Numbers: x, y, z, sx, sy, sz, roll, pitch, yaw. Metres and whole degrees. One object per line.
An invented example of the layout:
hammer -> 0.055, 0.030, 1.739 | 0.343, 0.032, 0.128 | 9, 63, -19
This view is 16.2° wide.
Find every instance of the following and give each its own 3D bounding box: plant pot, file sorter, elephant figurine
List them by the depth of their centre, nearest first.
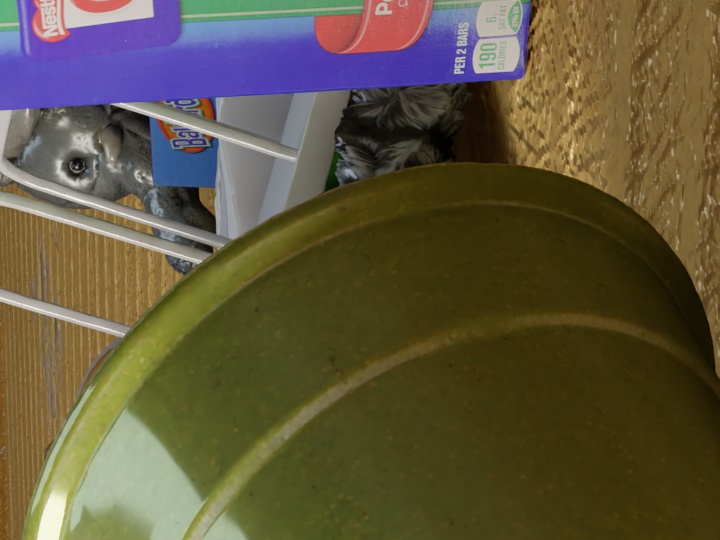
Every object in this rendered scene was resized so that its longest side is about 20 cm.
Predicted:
plant pot -> 0.045, 0.107, 0.587 | 0.190, 0.199, 0.201 | 49, 143, 49
file sorter -> -0.066, -0.081, 0.966 | 0.139, 0.124, 0.201 | 126, 161, -71
elephant figurine -> -0.163, -0.094, 1.311 | 0.155, 0.140, 0.202 | 180, 87, -67

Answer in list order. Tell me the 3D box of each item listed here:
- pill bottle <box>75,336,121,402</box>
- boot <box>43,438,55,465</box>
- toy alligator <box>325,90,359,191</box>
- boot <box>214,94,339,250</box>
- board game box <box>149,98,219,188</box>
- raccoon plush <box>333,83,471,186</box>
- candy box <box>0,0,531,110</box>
pill bottle -> -0.074, 0.101, 1.223 | 0.200, 0.111, 0.113 | -128, 37, -69
boot -> -0.051, 0.125, 0.946 | 0.068, 0.200, 0.189 | -41, 35, 14
toy alligator -> 0.000, 0.000, 1.000 | 0.059, 0.054, 0.202 | 148, 138, -76
boot -> -0.027, -0.006, 1.118 | 0.096, 0.073, 0.202 | -79, -11, -76
board game box -> -0.076, -0.163, 1.210 | 0.152, 0.045, 0.202 | 96, 176, -64
raccoon plush -> 0.027, 0.032, 0.899 | 0.134, 0.096, 0.201 | 81, -154, -54
candy box -> -0.044, -0.146, 0.814 | 0.077, 0.198, 0.170 | -116, 25, -60
